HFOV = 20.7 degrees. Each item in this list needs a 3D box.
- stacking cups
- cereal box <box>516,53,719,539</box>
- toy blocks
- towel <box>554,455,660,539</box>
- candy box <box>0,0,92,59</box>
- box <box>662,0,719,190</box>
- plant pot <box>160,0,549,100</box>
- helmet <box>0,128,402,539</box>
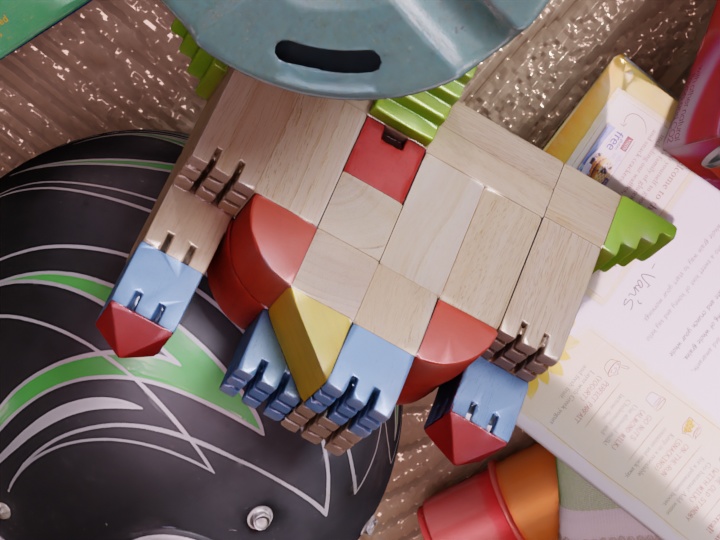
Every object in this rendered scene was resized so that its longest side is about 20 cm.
[{"bbox_3d":[0.119,0.077,0.879,0.199,0.061,0.061,-23,104,11],"label":"stacking cups"},{"bbox_3d":[0.138,0.030,0.787,0.200,0.040,0.144,39,101,4],"label":"cereal box"},{"bbox_3d":[0.000,0.000,0.707,0.199,0.100,0.137,29,62,-10],"label":"toy blocks"},{"bbox_3d":[0.165,0.142,0.873,0.148,0.031,0.201,-9,125,2],"label":"towel"},{"bbox_3d":[-0.197,-0.175,0.805,0.169,0.077,0.200,-31,101,10],"label":"candy box"},{"bbox_3d":[0.203,-0.112,0.721,0.095,0.100,0.201,31,70,-24],"label":"box"},{"bbox_3d":[0.009,-0.165,0.650,0.199,0.196,0.201,6,121,10],"label":"plant pot"},{"bbox_3d":[-0.082,0.041,0.806,0.190,0.200,0.201,-21,104,18],"label":"helmet"}]
